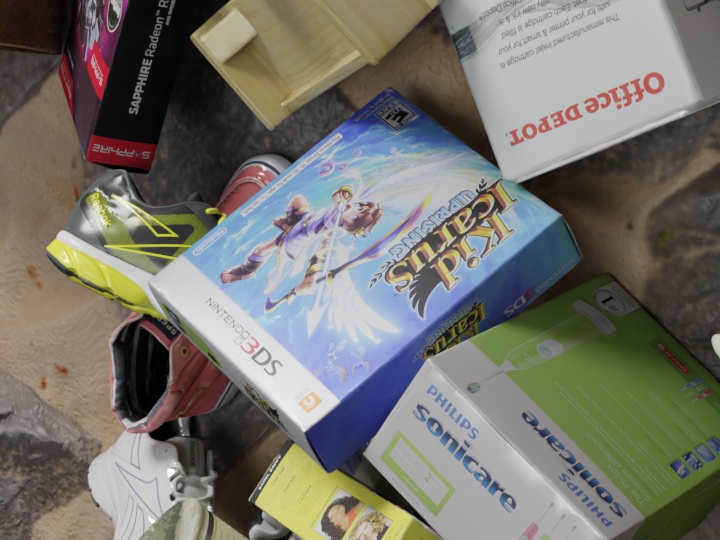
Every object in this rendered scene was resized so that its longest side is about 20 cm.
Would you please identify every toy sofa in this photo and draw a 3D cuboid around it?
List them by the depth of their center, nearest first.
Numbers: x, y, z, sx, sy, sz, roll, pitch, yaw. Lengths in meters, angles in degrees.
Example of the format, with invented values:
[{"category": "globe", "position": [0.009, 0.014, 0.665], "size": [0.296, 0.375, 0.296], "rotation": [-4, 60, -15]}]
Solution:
[{"category": "toy sofa", "position": [-0.019, -0.162, 1.611], "size": [0.083, 0.098, 0.200], "rotation": [48, 158, -7]}]

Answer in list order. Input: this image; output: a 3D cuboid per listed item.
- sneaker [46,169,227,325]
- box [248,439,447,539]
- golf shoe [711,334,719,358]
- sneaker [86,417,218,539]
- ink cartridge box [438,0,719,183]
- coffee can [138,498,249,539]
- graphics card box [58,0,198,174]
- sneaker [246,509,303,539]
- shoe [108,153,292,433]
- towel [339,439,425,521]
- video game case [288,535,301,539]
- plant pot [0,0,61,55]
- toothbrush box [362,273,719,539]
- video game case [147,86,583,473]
[{"category": "sneaker", "position": [-0.097, -0.001, 1.688], "size": [0.199, 0.074, 0.085], "rotation": [23, 86, 1]}, {"category": "box", "position": [0.006, 0.159, 1.595], "size": [0.050, 0.075, 0.200], "rotation": [-57, 25, -5]}, {"category": "golf shoe", "position": [0.254, -0.010, 1.503], "size": [0.088, 0.077, 0.201], "rotation": [33, 120, 32]}, {"category": "sneaker", "position": [-0.129, 0.161, 1.787], "size": [0.087, 0.074, 0.200], "rotation": [-57, 36, 23]}, {"category": "ink cartridge box", "position": [0.123, -0.169, 1.544], "size": [0.146, 0.083, 0.201], "rotation": [-20, 90, 38]}, {"category": "coffee can", "position": [-0.065, 0.256, 1.651], "size": [0.200, 0.147, 0.146], "rotation": [37, 127, -13]}, {"category": "graphics card box", "position": [-0.142, -0.180, 1.716], "size": [0.126, 0.051, 0.201], "rotation": [-113, 37, -55]}, {"category": "sneaker", "position": [-0.057, 0.230, 1.801], "size": [0.081, 0.075, 0.201], "rotation": [26, 127, 1]}, {"category": "shoe", "position": [-0.101, 0.019, 1.756], "size": [0.071, 0.091, 0.201], "rotation": [36, 121, 22]}, {"category": "towel", "position": [0.038, 0.168, 1.700], "size": [0.200, 0.024, 0.147], "rotation": [55, 164, 11]}, {"category": "video game case", "position": [0.050, 0.234, 1.622], "size": [0.017, 0.143, 0.200], "rotation": [-54, 40, -5]}, {"category": "plant pot", "position": [-0.279, -0.253, 1.771], "size": [0.186, 0.187, 0.201], "rotation": [8, 93, 34]}, {"category": "toothbrush box", "position": [0.123, 0.101, 1.550], "size": [0.146, 0.200, 0.086], "rotation": [45, 124, 16]}, {"category": "video game case", "position": [0.000, 0.000, 1.591], "size": [0.181, 0.200, 0.046], "rotation": [40, 165, 43]}]
